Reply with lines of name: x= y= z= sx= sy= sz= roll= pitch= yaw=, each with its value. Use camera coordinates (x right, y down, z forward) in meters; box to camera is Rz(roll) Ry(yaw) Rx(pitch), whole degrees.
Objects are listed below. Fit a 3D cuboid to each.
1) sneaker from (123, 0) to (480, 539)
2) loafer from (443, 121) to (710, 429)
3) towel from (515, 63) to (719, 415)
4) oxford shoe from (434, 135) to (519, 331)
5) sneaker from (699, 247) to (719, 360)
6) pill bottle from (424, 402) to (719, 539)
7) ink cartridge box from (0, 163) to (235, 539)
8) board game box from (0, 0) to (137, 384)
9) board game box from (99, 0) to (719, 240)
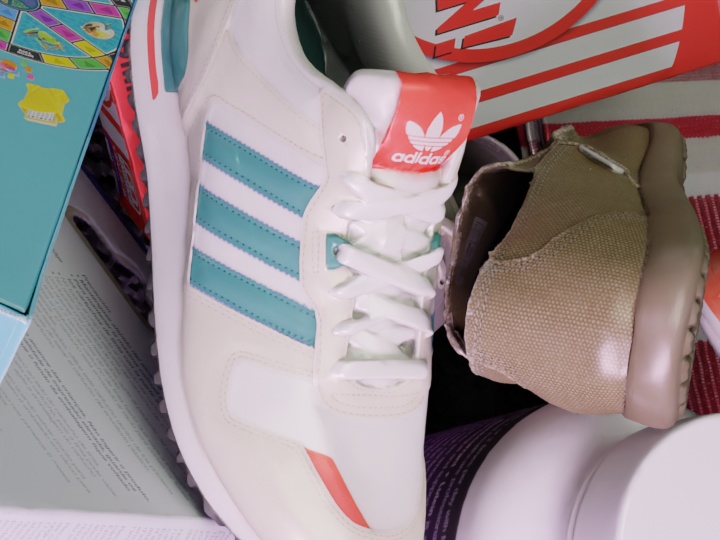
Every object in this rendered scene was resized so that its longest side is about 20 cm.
sneaker: x=-0.007 y=-0.012 z=0.775 sx=0.070 sy=0.093 sz=0.200 roll=4 pitch=69 yaw=-41
loafer: x=0.060 y=-0.008 z=0.828 sx=0.067 sy=0.200 sz=0.076 roll=11 pitch=98 yaw=-3
towel: x=0.113 y=-0.003 z=0.993 sx=0.144 sy=0.023 sz=0.200 roll=-6 pitch=83 yaw=-44
oxford shoe: x=0.000 y=0.000 z=0.879 sx=0.075 sy=0.058 sz=0.200 roll=53 pitch=32 yaw=0
sneaker: x=0.179 y=0.033 z=0.857 sx=0.200 sy=0.082 sz=0.077 roll=32 pitch=23 yaw=-49
pill bottle: x=0.060 y=0.097 z=0.857 sx=0.111 sy=0.200 sz=0.112 roll=6 pitch=77 yaw=-26
ink cartridge box: x=-0.118 y=0.007 z=0.796 sx=0.200 sy=0.041 sz=0.200 roll=53 pitch=18 yaw=22
board game box: x=-0.138 y=-0.068 z=0.726 sx=0.151 sy=0.047 sz=0.200 roll=23 pitch=42 yaw=-9
board game box: x=0.006 y=-0.112 z=0.872 sx=0.200 sy=0.046 sz=0.152 roll=-18 pitch=112 yaw=-12
